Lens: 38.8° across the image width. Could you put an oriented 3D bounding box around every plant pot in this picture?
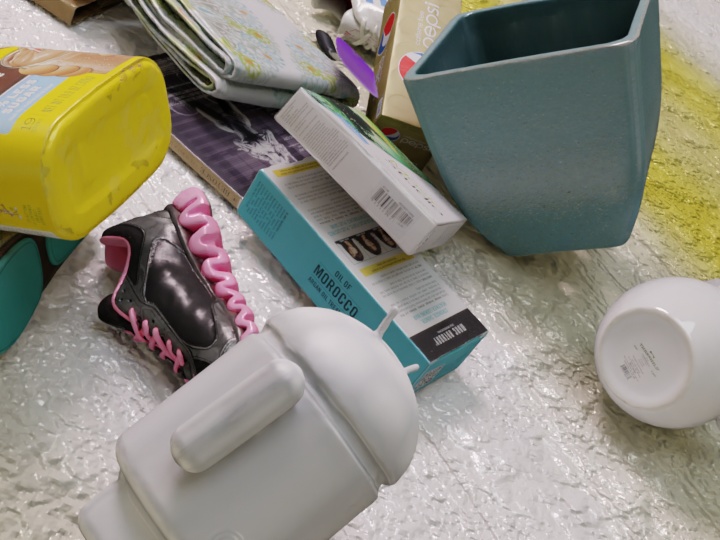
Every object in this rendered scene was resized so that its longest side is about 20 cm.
[{"bbox_3d":[0.177,-0.127,0.929,0.195,0.201,0.196,-5,27,24],"label":"plant pot"}]

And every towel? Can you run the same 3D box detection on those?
[{"bbox_3d":[-0.112,-0.212,0.953,0.171,0.048,0.200,49,27,22],"label":"towel"}]

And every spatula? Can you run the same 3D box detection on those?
[{"bbox_3d":[-0.021,-0.217,1.022,0.056,0.021,0.200,42,6,-26],"label":"spatula"}]

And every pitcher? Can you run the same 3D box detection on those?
[{"bbox_3d":[0.291,0.086,0.851,0.199,0.121,0.172,-1,52,-52],"label":"pitcher"}]

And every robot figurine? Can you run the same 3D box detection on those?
[{"bbox_3d":[-0.050,0.098,0.552,0.200,0.170,0.113,-38,70,-10],"label":"robot figurine"}]

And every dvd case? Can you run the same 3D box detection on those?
[{"bbox_3d":[-0.115,-0.127,0.902,0.200,0.016,0.149,41,37,15],"label":"dvd case"}]

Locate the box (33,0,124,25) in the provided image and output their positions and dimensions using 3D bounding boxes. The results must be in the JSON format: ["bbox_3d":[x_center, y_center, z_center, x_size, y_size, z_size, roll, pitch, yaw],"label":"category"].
[{"bbox_3d":[-0.310,-0.317,0.988,0.199,0.021,0.164,34,36,4],"label":"box"}]

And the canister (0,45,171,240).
[{"bbox_3d":[-0.237,-0.088,0.639,0.199,0.087,0.149,8,35,18],"label":"canister"}]

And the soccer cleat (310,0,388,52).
[{"bbox_3d":[0.028,-0.259,1.124,0.200,0.070,0.086,42,51,21],"label":"soccer cleat"}]

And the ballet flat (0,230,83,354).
[{"bbox_3d":[-0.226,-0.012,0.656,0.070,0.071,0.200,26,37,-5],"label":"ballet flat"}]

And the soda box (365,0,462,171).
[{"bbox_3d":[0.053,-0.202,1.009,0.067,0.064,0.201,17,58,-12],"label":"soda box"}]

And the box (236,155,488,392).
[{"bbox_3d":[0.000,0.000,0.786,0.200,0.049,0.082,49,39,17],"label":"box"}]

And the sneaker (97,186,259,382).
[{"bbox_3d":[-0.121,0.034,0.675,0.095,0.079,0.201,-14,51,-16],"label":"sneaker"}]

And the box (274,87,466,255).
[{"bbox_3d":[0.017,-0.078,0.830,0.144,0.036,0.200,46,10,5],"label":"box"}]
